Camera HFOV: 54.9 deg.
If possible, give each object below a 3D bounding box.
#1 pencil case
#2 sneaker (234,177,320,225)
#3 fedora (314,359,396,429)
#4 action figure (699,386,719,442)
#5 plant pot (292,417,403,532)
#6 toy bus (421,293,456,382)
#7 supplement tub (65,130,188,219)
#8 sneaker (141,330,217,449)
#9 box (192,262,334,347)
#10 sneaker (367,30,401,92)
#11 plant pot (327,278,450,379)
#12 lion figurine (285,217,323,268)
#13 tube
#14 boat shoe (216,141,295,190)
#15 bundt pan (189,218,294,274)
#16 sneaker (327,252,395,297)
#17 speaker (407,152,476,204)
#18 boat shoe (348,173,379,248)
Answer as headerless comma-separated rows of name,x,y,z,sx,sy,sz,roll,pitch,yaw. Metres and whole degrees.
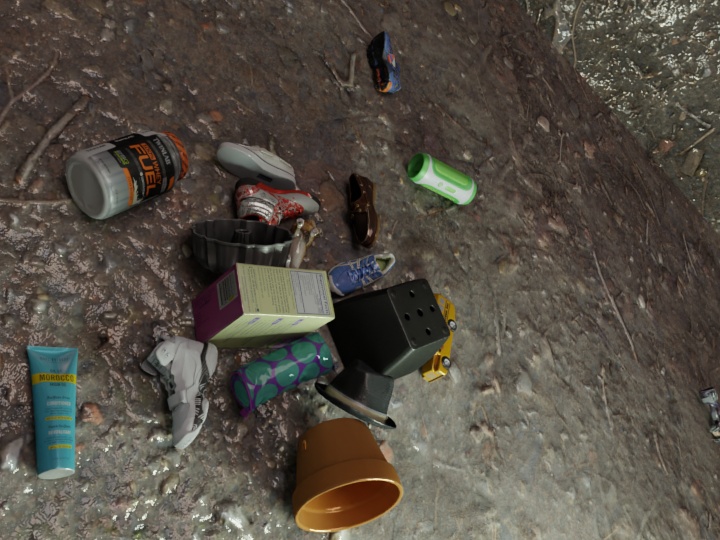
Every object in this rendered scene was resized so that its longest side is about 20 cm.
pencil case,-0.144,0.191,1.299,0.198,0.085,0.094,-21,123,-35
sneaker,-0.174,-0.122,1.484,0.199,0.067,0.109,14,53,-30
fedora,0.006,0.230,1.351,0.199,0.200,0.092,30,85,-26
action figure,1.232,0.507,2.390,0.129,0.069,0.203,-4,72,-48
plant pot,-0.035,0.363,1.256,0.198,0.200,0.141,16,41,-35
toy bus,0.175,0.159,1.639,0.078,0.065,0.202,34,48,-22
supplement tub,-0.418,-0.181,1.262,0.123,0.122,0.200,55,43,-2
sneaker,-0.316,0.196,1.174,0.114,0.075,0.202,28,45,-26
box,-0.181,0.071,1.290,0.198,0.175,0.098,6,63,-39
sneaker,0.072,-0.592,1.988,0.078,0.075,0.203,13,66,-46
plant pot,0.071,0.124,1.487,0.198,0.177,0.202,-13,76,-44
lion figurine,-0.136,-0.031,1.462,0.072,0.123,0.202,27,66,-7
tube,-0.465,0.210,1.055,0.077,0.050,0.202,14,52,-45
boat shoe,-0.223,-0.238,1.509,0.198,0.072,0.066,20,50,-34
bundt pan,-0.227,-0.040,1.326,0.200,0.201,0.077,-9,114,-44
sneaker,0.000,0.000,1.566,0.199,0.077,0.076,-27,87,-45
speaker,0.225,-0.251,1.909,0.198,0.088,0.090,21,54,-32
boat shoe,0.000,-0.144,1.656,0.070,0.070,0.202,28,42,-36
